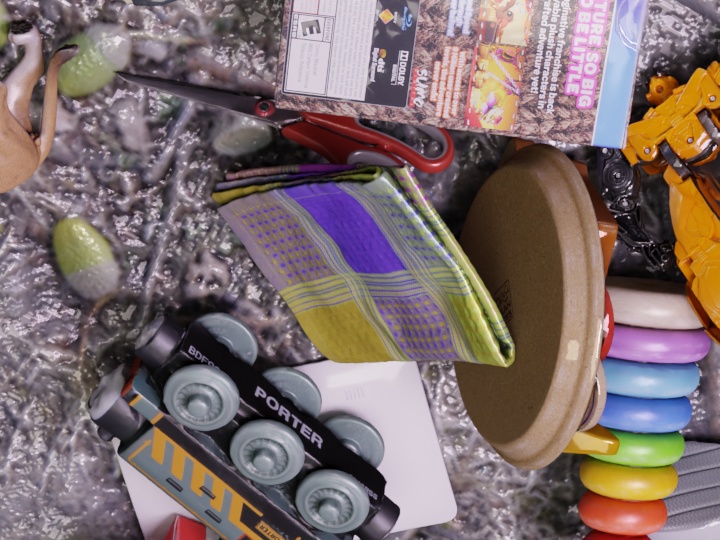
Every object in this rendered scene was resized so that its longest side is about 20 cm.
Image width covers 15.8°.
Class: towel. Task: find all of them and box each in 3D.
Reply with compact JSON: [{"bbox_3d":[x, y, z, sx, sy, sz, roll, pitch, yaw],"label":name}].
[{"bbox_3d":[0.000,0.000,1.502,0.023,0.200,0.144,-42,111,-26],"label":"towel"}]

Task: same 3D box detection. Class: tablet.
[{"bbox_3d":[-0.049,0.123,1.636,0.200,0.014,0.130,-12,115,8],"label":"tablet"}]

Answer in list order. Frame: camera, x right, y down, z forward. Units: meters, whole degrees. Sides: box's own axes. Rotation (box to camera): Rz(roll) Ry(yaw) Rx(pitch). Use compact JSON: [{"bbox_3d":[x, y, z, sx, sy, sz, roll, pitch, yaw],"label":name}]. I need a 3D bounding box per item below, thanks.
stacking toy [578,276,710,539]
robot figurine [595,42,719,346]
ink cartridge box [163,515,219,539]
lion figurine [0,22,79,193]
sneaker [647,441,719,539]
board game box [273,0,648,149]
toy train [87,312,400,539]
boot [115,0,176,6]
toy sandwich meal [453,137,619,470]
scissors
[{"bbox_3d":[0.160,0.107,1.548,0.085,0.085,0.200,6,96,0],"label":"stacking toy"},{"bbox_3d":[0.222,-0.031,1.481,0.145,0.058,0.200,-38,65,18],"label":"robot figurine"},{"bbox_3d":[-0.088,0.235,1.651,0.200,0.067,0.116,24,117,-13],"label":"ink cartridge box"},{"bbox_3d":[-0.252,-0.066,1.524,0.200,0.072,0.123,-10,122,2],"label":"lion figurine"},{"bbox_3d":[0.244,0.148,1.605,0.200,0.073,0.071,-7,138,16],"label":"sneaker"},{"bbox_3d":[0.060,-0.169,1.446,0.200,0.097,0.159,7,116,-1],"label":"board game box"},{"bbox_3d":[-0.072,0.113,1.583,0.200,0.085,0.114,40,120,-15],"label":"toy train"},{"bbox_3d":[-0.094,-0.222,1.413,0.204,0.073,0.154,12,124,32],"label":"boot"},{"bbox_3d":[0.111,0.019,1.480,0.070,0.205,0.205,2,117,-21],"label":"toy sandwich meal"},{"bbox_3d":[-0.042,-0.095,1.527,0.200,0.073,0.014,26,153,13],"label":"scissors"}]
